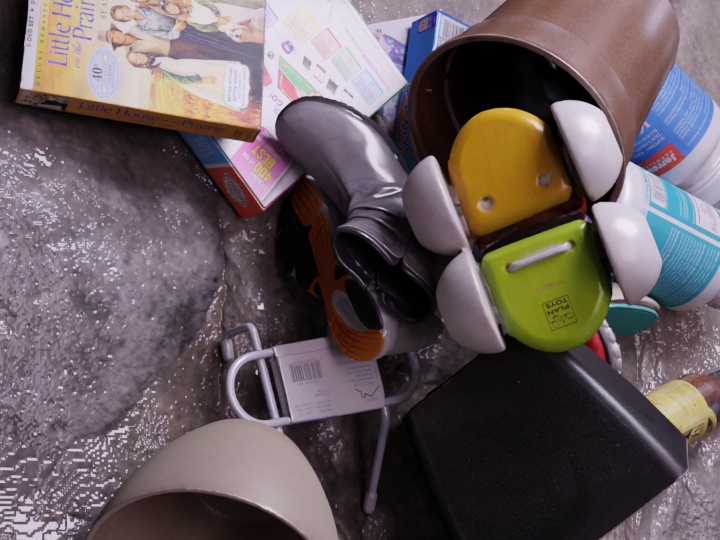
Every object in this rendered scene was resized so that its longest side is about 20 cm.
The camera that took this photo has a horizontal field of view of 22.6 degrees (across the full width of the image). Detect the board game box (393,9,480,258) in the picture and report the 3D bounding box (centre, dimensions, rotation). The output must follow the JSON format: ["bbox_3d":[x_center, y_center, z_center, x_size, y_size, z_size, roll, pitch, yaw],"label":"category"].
[{"bbox_3d":[0.104,-0.120,1.671,0.152,0.045,0.201,22,66,-31],"label":"board game box"}]

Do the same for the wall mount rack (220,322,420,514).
[{"bbox_3d":[-0.038,0.124,1.517,0.199,0.074,0.175,-7,79,-37],"label":"wall mount rack"}]

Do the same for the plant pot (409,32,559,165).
[{"bbox_3d":[0.118,-0.117,1.636,0.199,0.027,0.201,10,73,-34],"label":"plant pot"}]

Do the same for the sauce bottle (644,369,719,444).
[{"bbox_3d":[0.316,0.139,1.774,0.199,0.066,0.066,-22,92,-36],"label":"sauce bottle"}]

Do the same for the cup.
[{"bbox_3d":[-0.101,0.198,1.393,0.200,0.200,0.143,44,31,-19],"label":"cup"}]

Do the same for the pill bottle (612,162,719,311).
[{"bbox_3d":[0.292,-0.029,1.768,0.199,0.111,0.111,25,65,-29],"label":"pill bottle"}]

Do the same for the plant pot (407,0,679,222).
[{"bbox_3d":[0.174,-0.165,1.562,0.201,0.200,0.198,52,48,-14],"label":"plant pot"}]

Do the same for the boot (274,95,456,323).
[{"bbox_3d":[0.000,-0.055,1.474,0.200,0.070,0.132,37,31,-2],"label":"boot"}]

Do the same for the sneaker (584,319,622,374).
[{"bbox_3d":[0.190,0.106,1.653,0.085,0.077,0.201,-21,117,-20],"label":"sneaker"}]

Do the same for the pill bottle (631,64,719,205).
[{"bbox_3d":[0.289,-0.151,1.795,0.200,0.112,0.113,39,59,-21],"label":"pill bottle"}]

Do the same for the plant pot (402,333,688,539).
[{"bbox_3d":[0.146,0.148,1.544,0.178,0.200,0.199,51,10,4],"label":"plant pot"}]

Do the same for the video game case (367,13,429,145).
[{"bbox_3d":[0.039,-0.131,1.666,0.143,0.018,0.201,-16,88,-37],"label":"video game case"}]

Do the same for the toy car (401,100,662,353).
[{"bbox_3d":[0.139,-0.026,1.444,0.150,0.174,0.201,45,24,-74],"label":"toy car"}]

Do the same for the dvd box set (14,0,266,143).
[{"bbox_3d":[-0.176,-0.190,1.473,0.199,0.029,0.147,9,66,-17],"label":"dvd box set"}]

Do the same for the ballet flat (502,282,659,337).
[{"bbox_3d":[0.201,0.031,1.722,0.199,0.069,0.070,-5,82,-36],"label":"ballet flat"}]

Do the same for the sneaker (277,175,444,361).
[{"bbox_3d":[0.000,0.000,1.538,0.092,0.076,0.200,3,45,-39],"label":"sneaker"}]

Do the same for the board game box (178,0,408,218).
[{"bbox_3d":[-0.072,-0.164,1.565,0.200,0.040,0.153,-42,102,-30],"label":"board game box"}]
